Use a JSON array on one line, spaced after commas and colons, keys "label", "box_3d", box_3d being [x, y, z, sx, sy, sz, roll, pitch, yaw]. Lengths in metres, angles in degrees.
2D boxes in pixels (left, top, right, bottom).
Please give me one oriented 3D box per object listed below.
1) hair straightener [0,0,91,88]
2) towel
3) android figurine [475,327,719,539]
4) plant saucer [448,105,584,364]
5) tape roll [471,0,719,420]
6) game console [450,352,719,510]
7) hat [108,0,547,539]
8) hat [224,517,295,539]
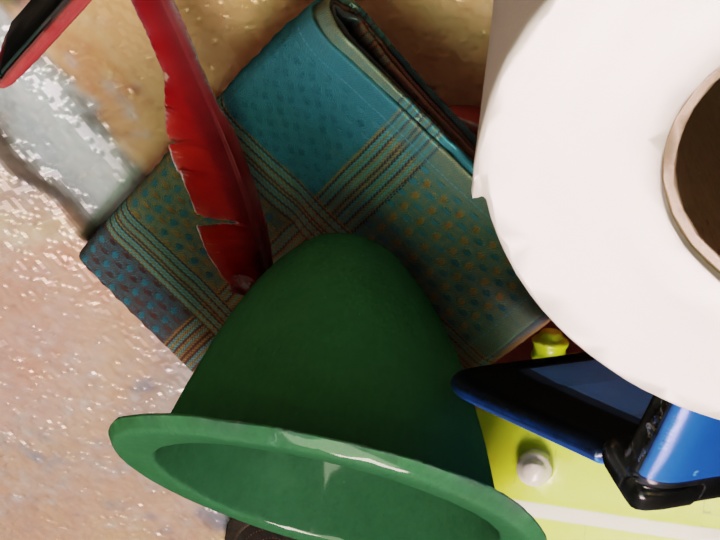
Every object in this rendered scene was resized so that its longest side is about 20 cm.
[{"label": "hair straightener", "box_3d": [-0.097, -0.143, 0.973, 0.077, 0.041, 0.200, 33, 132, -24]}, {"label": "towel", "box_3d": [-0.013, -0.005, 1.080, 0.147, 0.022, 0.200, 46, 137, -3]}, {"label": "android figurine", "box_3d": [0.090, 0.119, 1.122, 0.181, 0.041, 0.201, 10, 111, 9]}, {"label": "plant saucer", "box_3d": [0.084, 0.020, 1.127, 0.199, 0.037, 0.200, 18, 136, -10]}, {"label": "tape roll", "box_3d": [0.136, -0.071, 0.746, 0.201, 0.140, 0.204, 5, 137, 5]}, {"label": "game console", "box_3d": [0.157, 0.008, 0.957, 0.199, 0.119, 0.171, -7, 136, -30]}, {"label": "hat", "box_3d": [0.000, 0.000, 1.048, 0.165, 0.177, 0.200, 5, 162, 26]}, {"label": "hat", "box_3d": [0.022, 0.180, 1.261, 0.081, 0.201, 0.201, -28, 141, -19]}]
